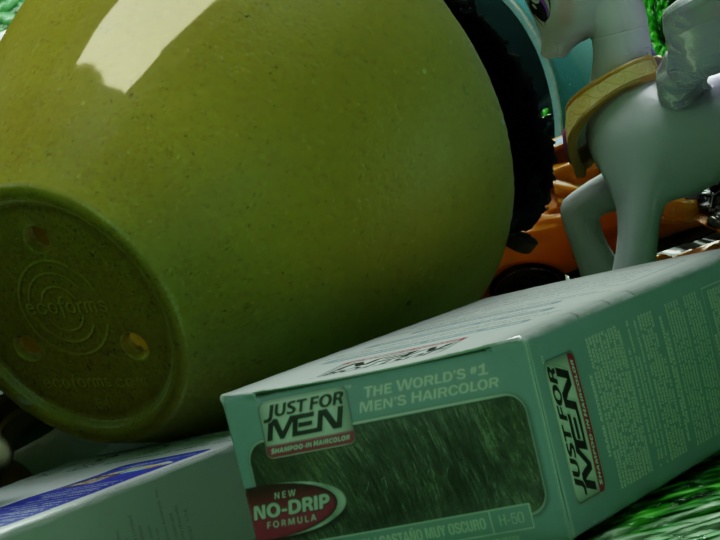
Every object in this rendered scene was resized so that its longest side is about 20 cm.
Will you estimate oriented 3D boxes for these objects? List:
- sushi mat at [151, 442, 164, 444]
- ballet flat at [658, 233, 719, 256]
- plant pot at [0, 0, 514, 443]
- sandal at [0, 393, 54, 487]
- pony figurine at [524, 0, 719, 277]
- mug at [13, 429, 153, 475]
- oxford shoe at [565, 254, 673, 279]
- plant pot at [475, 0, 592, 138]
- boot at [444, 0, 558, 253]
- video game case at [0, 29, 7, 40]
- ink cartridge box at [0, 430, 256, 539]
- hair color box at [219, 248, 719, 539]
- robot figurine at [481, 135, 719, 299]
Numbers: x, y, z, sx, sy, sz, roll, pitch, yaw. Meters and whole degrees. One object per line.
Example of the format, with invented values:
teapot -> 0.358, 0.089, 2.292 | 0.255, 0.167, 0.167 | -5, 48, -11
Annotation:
sushi mat -> -0.095, 0.041, 1.140 | 0.200, 0.012, 0.096 | 20, 12, 28
ballet flat -> 0.166, -0.007, 1.253 | 0.200, 0.069, 0.068 | -7, -34, 32
plant pot -> -0.065, -0.019, 1.041 | 0.200, 0.200, 0.142 | -11, 23, 38
sandal -> -0.151, 0.085, 1.104 | 0.080, 0.054, 0.200 | -24, 5, 6
pony figurine -> 0.134, -0.056, 1.034 | 0.193, 0.200, 0.166 | -12, 2, 25
mug -> -0.111, 0.032, 1.297 | 0.175, 0.148, 0.200 | -22, 25, 46
oxford shoe -> 0.104, 0.018, 1.210 | 0.200, 0.058, 0.075 | -10, 2, 34
plant pot -> 0.068, -0.045, 1.495 | 0.200, 0.200, 0.188 | -12, -12, 35
boot -> -0.026, -0.076, 1.122 | 0.162, 0.199, 0.073 | -15, 17, 39
video game case -> -0.211, 0.002, 1.093 | 0.200, 0.023, 0.182 | -49, -3, 22
ink cartridge box -> -0.107, 0.089, 0.928 | 0.099, 0.039, 0.200 | -12, 1, 32
hair color box -> 0.051, 0.041, 0.908 | 0.099, 0.061, 0.200 | -13, 2, 27
robot figurine -> 0.114, -0.011, 1.147 | 0.200, 0.058, 0.145 | -20, 44, 18
